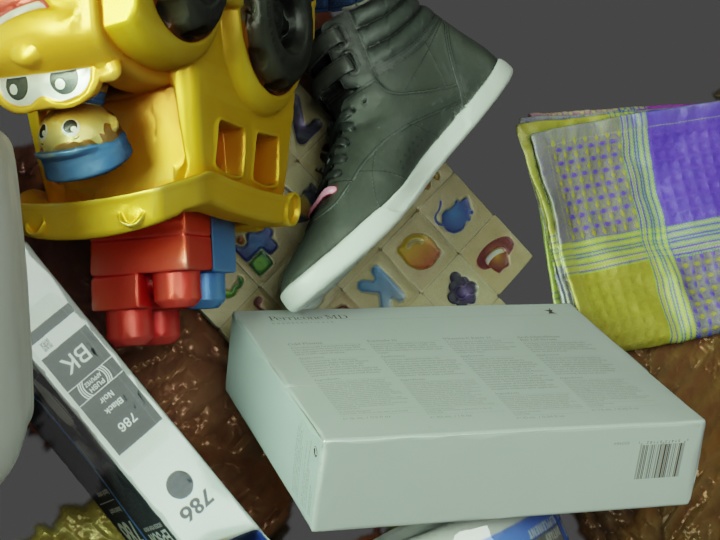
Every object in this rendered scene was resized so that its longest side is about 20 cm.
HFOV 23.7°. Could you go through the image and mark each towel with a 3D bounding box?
[{"bbox_3d":[0.189,-0.031,1.009,0.198,0.023,0.145,-7,80,-22],"label":"towel"}]

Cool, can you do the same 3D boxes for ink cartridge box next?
[{"bbox_3d":[-0.118,0.082,0.826,0.039,0.099,0.200,-41,93,-22],"label":"ink cartridge box"}]

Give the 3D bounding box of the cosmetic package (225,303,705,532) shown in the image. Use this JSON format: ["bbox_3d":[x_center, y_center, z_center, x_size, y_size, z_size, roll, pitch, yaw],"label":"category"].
[{"bbox_3d":[0.047,0.067,0.857,0.198,0.151,0.052,-1,114,-20],"label":"cosmetic package"}]

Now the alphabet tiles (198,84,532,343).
[{"bbox_3d":[0.000,0.000,0.940,0.200,0.006,0.167,46,66,-6],"label":"alphabet tiles"}]

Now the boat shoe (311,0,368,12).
[{"bbox_3d":[-0.077,-0.199,0.899,0.198,0.072,0.073,19,62,2],"label":"boat shoe"}]

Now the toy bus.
[{"bbox_3d":[-0.110,-0.062,0.809,0.134,0.200,0.194,-2,84,22],"label":"toy bus"}]

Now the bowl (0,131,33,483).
[{"bbox_3d":[-0.208,0.004,0.750,0.074,0.199,0.202,-10,103,-38],"label":"bowl"}]

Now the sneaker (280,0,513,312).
[{"bbox_3d":[-0.007,-0.071,0.915,0.099,0.071,0.200,41,61,-6],"label":"sneaker"}]

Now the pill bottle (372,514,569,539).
[{"bbox_3d":[0.079,0.217,0.861,0.113,0.114,0.202,-22,87,-23],"label":"pill bottle"}]
